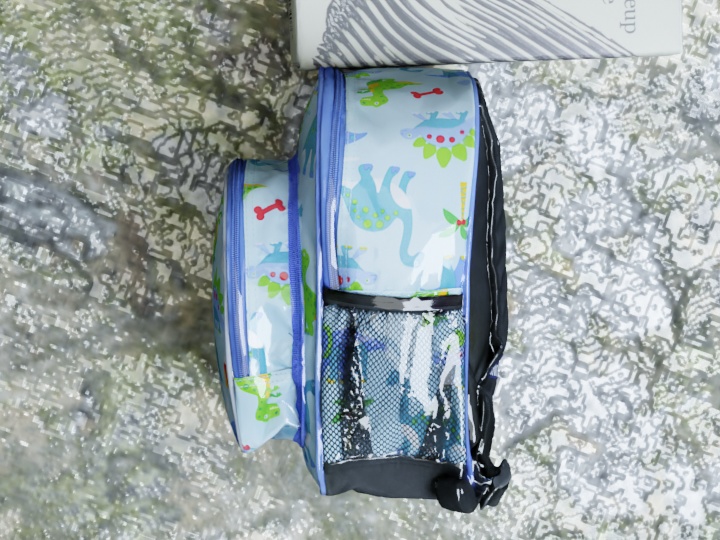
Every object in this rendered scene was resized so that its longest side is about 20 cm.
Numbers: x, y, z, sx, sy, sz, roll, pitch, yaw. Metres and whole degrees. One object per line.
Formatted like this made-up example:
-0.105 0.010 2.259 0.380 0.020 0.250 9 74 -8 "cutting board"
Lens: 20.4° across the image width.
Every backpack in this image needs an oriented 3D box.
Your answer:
0.000 0.000 0.987 0.146 0.183 0.201 3 98 -2 "backpack"

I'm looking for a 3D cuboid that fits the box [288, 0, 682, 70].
0.062 -0.146 1.033 0.199 0.068 0.083 -4 96 -4 "box"
